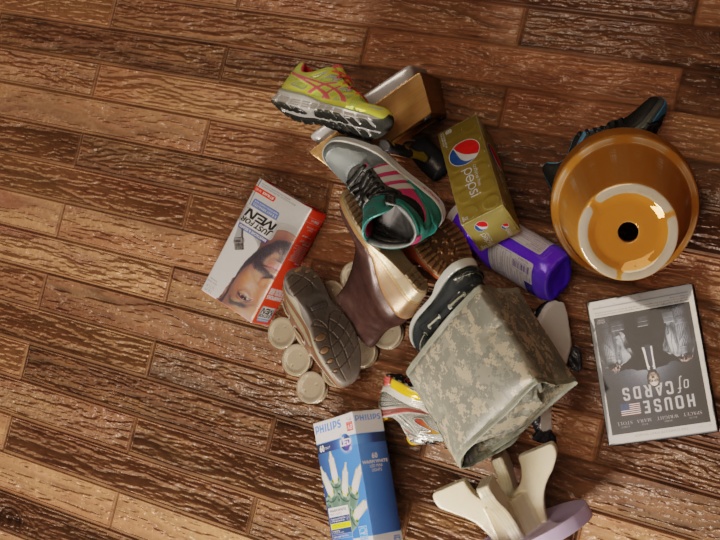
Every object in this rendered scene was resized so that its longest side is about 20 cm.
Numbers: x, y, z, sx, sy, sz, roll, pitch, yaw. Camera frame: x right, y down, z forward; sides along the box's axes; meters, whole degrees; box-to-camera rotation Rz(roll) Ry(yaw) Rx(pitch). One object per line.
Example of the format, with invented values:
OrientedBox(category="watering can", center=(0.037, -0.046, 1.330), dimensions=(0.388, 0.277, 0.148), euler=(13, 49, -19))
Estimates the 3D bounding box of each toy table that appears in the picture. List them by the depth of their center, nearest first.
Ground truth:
OrientedBox(category="toy table", center=(0.199, 0.320, 1.551), dimensions=(0.198, 0.184, 0.118), euler=(-27, 89, 4))

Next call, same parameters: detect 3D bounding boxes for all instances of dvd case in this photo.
OrientedBox(category="dvd case", center=(0.398, 0.130, 1.569), dimensions=(0.149, 0.025, 0.202), euler=(-12, 77, 21))

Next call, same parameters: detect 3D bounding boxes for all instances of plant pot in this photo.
OrientedBox(category="plant pot", center=(0.345, -0.072, 1.497), dimensions=(0.198, 0.183, 0.203), euler=(3, 107, 11))

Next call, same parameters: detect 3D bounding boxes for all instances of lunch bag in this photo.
OrientedBox(category="lunch bag", center=(0.165, 0.146, 1.544), dimensions=(0.200, 0.117, 0.165), euler=(-47, 58, 29))

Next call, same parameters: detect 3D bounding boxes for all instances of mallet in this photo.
OrientedBox(category="mallet", center=(0.079, -0.162, 1.652), dimensions=(0.041, 0.200, 0.066), euler=(-46, 80, 17))

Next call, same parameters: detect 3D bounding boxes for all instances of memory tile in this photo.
OrientedBox(category="memory tile", center=(-0.039, 0.097, 1.760), dimensions=(0.199, 0.017, 0.154), euler=(-36, 71, 13))

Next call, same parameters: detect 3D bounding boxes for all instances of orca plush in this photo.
OrientedBox(category="orca plush", center=(0.255, 0.145, 1.620), dimensions=(0.104, 0.071, 0.202), euler=(-4, 83, -23))

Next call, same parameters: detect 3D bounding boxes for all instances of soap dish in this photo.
OrientedBox(category="soap dish", center=(0.032, -0.219, 1.708), dimensions=(0.199, 0.157, 0.082), euler=(-34, 88, 15))

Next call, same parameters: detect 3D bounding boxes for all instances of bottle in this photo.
OrientedBox(category="bottle", center=(0.208, -0.034, 1.639), dimensions=(0.065, 0.084, 0.199), euler=(-41, 51, -21))

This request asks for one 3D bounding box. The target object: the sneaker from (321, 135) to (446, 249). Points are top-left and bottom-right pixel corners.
OrientedBox(category="sneaker", center=(0.016, -0.099, 1.582), dimensions=(0.199, 0.121, 0.084), euler=(34, 126, 2))

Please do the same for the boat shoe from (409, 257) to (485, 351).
OrientedBox(category="boat shoe", center=(0.123, 0.067, 1.617), dimensions=(0.075, 0.201, 0.061), euler=(-11, 56, -22))

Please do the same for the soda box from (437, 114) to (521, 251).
OrientedBox(category="soda box", center=(0.168, -0.127, 1.633), dimensions=(0.067, 0.064, 0.201), euler=(-26, 44, 16))

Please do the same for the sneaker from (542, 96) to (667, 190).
OrientedBox(category="sneaker", center=(0.343, -0.180, 1.611), dimensions=(0.200, 0.073, 0.082), euler=(-44, 69, 11))

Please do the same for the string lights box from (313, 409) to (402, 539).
OrientedBox(category="string lights box", center=(-0.004, 0.312, 1.670), dimensions=(0.102, 0.059, 0.202), euler=(-25, 71, 49))

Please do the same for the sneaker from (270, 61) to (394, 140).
OrientedBox(category="sneaker", center=(-0.033, -0.248, 1.615), dimensions=(0.199, 0.078, 0.091), euler=(21, 79, 29))

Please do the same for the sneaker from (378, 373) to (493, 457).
OrientedBox(category="sneaker", center=(0.112, 0.222, 1.655), dimensions=(0.199, 0.078, 0.083), euler=(25, 100, 31))

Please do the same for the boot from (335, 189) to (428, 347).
OrientedBox(category="boot", center=(0.000, 0.000, 1.669), dimensions=(0.201, 0.072, 0.166), euler=(55, 137, 9))

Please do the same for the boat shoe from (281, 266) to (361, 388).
OrientedBox(category="boat shoe", center=(-0.061, 0.091, 1.727), dimensions=(0.201, 0.075, 0.072), euler=(64, 149, 23))

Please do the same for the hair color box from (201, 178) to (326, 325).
OrientedBox(category="hair color box", center=(-0.152, -0.029, 1.800), dimensions=(0.110, 0.064, 0.201), euler=(29, 95, 23))

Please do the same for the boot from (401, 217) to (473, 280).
OrientedBox(category="boot", center=(0.091, -0.039, 1.686), dimensions=(0.075, 0.108, 0.200), euler=(-32, 65, -21))
